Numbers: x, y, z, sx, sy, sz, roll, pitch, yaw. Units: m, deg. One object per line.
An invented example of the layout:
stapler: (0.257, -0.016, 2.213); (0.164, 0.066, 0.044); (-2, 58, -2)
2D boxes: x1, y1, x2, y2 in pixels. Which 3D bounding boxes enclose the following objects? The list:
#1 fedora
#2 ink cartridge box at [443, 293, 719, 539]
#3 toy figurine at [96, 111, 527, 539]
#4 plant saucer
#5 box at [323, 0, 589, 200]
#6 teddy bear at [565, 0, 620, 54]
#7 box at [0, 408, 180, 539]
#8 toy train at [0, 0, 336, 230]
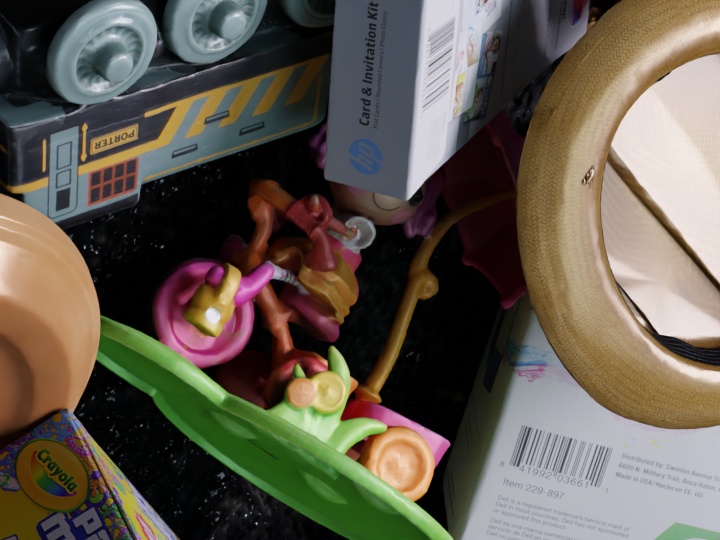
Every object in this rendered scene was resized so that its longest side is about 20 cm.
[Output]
fedora: (0.135, -0.034, 1.075); (0.200, 0.082, 0.201); (-8, 109, -24)
ink cartridge box: (0.135, 0.044, 1.199); (0.145, 0.088, 0.200); (14, 110, -6)
toy figurine: (0.000, 0.000, 1.109); (0.200, 0.150, 0.184); (36, 75, -21)
plant saucer: (-0.188, 0.052, 0.976); (0.200, 0.037, 0.200); (-20, 142, -16)
box: (0.048, -0.137, 1.038); (0.200, 0.041, 0.156); (-42, 143, -54)
teddy bear: (0.176, -0.161, 1.175); (0.200, 0.067, 0.145); (-48, 133, -8)
box: (-0.135, 0.193, 1.040); (0.193, 0.122, 0.200); (-33, 140, 0)
toy train: (-0.074, -0.088, 1.007); (0.200, 0.085, 0.114); (-22, 139, -31)
